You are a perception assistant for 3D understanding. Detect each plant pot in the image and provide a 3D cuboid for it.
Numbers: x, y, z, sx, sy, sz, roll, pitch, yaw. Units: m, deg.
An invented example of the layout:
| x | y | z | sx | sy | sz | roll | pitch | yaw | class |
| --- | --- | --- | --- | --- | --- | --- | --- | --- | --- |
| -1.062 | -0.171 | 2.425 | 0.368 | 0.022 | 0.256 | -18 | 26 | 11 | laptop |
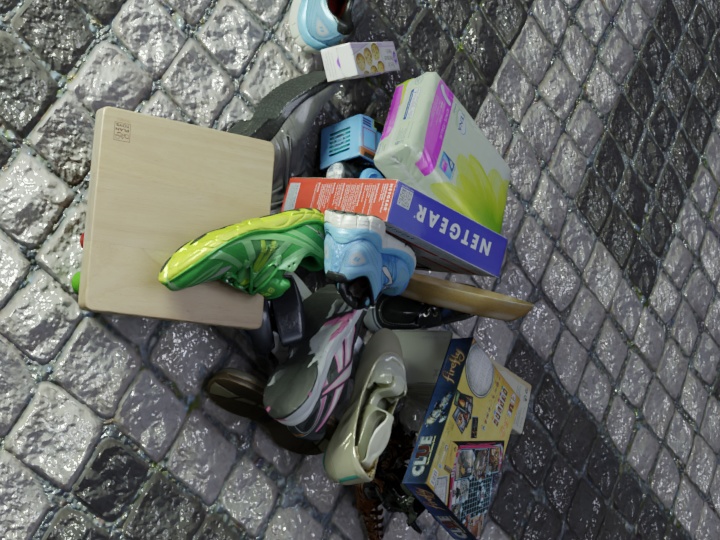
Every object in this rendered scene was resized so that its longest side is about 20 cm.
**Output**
| x | y | z | sx | sy | sz | roll | pitch | yaw | class |
| --- | --- | --- | --- | --- | --- | --- | --- | --- | --- |
| 0.111 | 0.030 | 1.461 | 0.199 | 0.200 | 0.028 | 10 | 95 | -44 | plant pot |

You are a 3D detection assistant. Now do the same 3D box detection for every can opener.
| x | y | z | sx | sy | sz | roll | pitch | yaw | class |
| --- | --- | --- | --- | --- | --- | --- | --- | --- | --- |
| -0.118 | -0.006 | 1.332 | 0.078 | 0.063 | 0.201 | -12 | 74 | -15 | can opener |

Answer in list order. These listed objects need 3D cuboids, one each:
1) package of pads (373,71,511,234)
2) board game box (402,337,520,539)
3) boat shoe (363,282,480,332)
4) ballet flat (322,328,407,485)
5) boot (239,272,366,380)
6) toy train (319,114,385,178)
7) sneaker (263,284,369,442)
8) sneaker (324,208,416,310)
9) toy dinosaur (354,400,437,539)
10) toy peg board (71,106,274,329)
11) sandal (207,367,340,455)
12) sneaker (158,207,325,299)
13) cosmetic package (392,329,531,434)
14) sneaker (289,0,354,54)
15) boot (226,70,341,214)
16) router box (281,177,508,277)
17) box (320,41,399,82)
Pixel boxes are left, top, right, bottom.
| x | y | z | sx | sy | sz | roll | pitch | yaw | class |
| --- | --- | --- | --- | --- | --- | --- | --- | --- | --- |
| 0.107 | -0.131 | 1.500 | 0.200 | 0.068 | 0.155 | 48 | 40 | -30 | package of pads |
| 0.124 | 0.201 | 1.432 | 0.136 | 0.034 | 0.201 | 51 | 48 | -37 | board game box |
| 0.086 | 0.043 | 1.571 | 0.199 | 0.056 | 0.069 | -8 | 91 | -45 | boat shoe |
| 0.020 | 0.155 | 1.383 | 0.069 | 0.069 | 0.201 | 40 | 59 | -35 | ballet flat |
| -0.071 | 0.087 | 1.411 | 0.200 | 0.073 | 0.096 | 45 | 62 | -22 | boot |
| 0.032 | -0.114 | 1.516 | 0.200 | 0.086 | 0.115 | 22 | 63 | -44 | toy train |
| -0.042 | 0.104 | 1.349 | 0.200 | 0.080 | 0.086 | -60 | 140 | -31 | sneaker |
| 0.000 | 0.000 | 1.298 | 0.200 | 0.078 | 0.090 | 36 | 66 | -65 | sneaker |
| 0.039 | 0.250 | 1.466 | 0.102 | 0.135 | 0.201 | -43 | 140 | -39 | toy dinosaur |
| -0.204 | -0.046 | 1.247 | 0.199 | 0.098 | 0.200 | 9 | 81 | -36 | toy peg board |
| -0.091 | 0.153 | 1.383 | 0.200 | 0.080 | 0.054 | 35 | 41 | -32 | sandal |
| -0.107 | -0.009 | 1.210 | 0.199 | 0.074 | 0.084 | -17 | 93 | -37 | sneaker |
| 0.125 | 0.146 | 1.554 | 0.200 | 0.103 | 0.073 | 36 | 63 | -45 | cosmetic package |
| -0.030 | -0.368 | 1.462 | 0.078 | 0.090 | 0.201 | 4 | 83 | -44 | sneaker |
| -0.079 | -0.143 | 1.432 | 0.200 | 0.070 | 0.132 | -43 | 122 | -31 | boot |
| 0.040 | -0.049 | 1.385 | 0.200 | 0.179 | 0.049 | 24 | 77 | -42 | router box |
| 0.002 | -0.257 | 1.470 | 0.200 | 0.039 | 0.042 | -32 | 111 | -71 | box |
